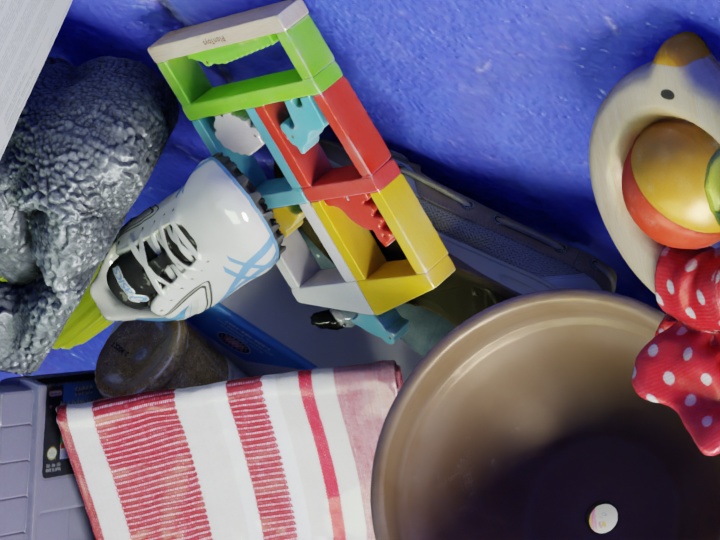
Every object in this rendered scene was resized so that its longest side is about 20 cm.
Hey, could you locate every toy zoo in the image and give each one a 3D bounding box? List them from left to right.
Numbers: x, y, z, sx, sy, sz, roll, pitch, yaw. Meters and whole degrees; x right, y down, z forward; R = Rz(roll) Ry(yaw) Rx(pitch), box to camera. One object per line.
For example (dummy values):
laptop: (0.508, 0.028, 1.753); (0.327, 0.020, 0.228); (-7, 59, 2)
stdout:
toy zoo: (-0.025, -0.048, 1.539); (0.131, 0.020, 0.200); (-7, 118, 55)

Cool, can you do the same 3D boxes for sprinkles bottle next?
sprinkles bottle: (-0.074, 0.101, 1.733); (0.068, 0.068, 0.200); (3, 148, 45)

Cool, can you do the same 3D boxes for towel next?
towel: (-0.064, 0.122, 1.661); (0.199, 0.023, 0.144); (-8, 127, 6)

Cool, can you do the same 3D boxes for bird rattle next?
bird rattle: (0.172, -0.023, 1.350); (0.163, 0.112, 0.200); (54, 153, 16)

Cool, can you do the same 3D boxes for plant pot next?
plant pot: (0.113, 0.117, 1.484); (0.200, 0.202, 0.093); (15, 168, 26)

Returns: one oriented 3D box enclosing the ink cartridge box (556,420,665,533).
ink cartridge box: (0.120, 0.113, 1.581); (0.199, 0.117, 0.067); (-22, 170, 24)

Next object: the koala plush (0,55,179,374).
koala plush: (-0.221, -0.077, 1.617); (0.199, 0.178, 0.184); (30, 146, -6)

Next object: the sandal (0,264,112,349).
sandal: (-0.216, -0.016, 1.873); (0.087, 0.079, 0.200); (57, -175, 34)

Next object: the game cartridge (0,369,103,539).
game cartridge: (-0.169, 0.125, 1.706); (0.038, 0.130, 0.200); (10, -174, 26)

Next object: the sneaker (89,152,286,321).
sneaker: (-0.098, -0.010, 1.593); (0.072, 0.072, 0.200); (54, 156, 0)

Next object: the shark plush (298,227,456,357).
shark plush: (0.000, 0.000, 1.629); (0.199, 0.084, 0.091); (24, 158, 6)

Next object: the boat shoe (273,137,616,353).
boat shoe: (0.043, -0.021, 1.570); (0.200, 0.063, 0.073); (28, 145, 24)

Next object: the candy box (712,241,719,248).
candy box: (0.253, 0.046, 1.478); (0.136, 0.061, 0.200); (10, 153, 37)

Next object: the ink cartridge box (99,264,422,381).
ink cartridge box: (-0.056, 0.042, 1.785); (0.145, 0.084, 0.200); (33, 157, -15)

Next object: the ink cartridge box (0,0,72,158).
ink cartridge box: (-0.197, -0.135, 1.448); (0.057, 0.163, 0.200); (17, 157, 11)
